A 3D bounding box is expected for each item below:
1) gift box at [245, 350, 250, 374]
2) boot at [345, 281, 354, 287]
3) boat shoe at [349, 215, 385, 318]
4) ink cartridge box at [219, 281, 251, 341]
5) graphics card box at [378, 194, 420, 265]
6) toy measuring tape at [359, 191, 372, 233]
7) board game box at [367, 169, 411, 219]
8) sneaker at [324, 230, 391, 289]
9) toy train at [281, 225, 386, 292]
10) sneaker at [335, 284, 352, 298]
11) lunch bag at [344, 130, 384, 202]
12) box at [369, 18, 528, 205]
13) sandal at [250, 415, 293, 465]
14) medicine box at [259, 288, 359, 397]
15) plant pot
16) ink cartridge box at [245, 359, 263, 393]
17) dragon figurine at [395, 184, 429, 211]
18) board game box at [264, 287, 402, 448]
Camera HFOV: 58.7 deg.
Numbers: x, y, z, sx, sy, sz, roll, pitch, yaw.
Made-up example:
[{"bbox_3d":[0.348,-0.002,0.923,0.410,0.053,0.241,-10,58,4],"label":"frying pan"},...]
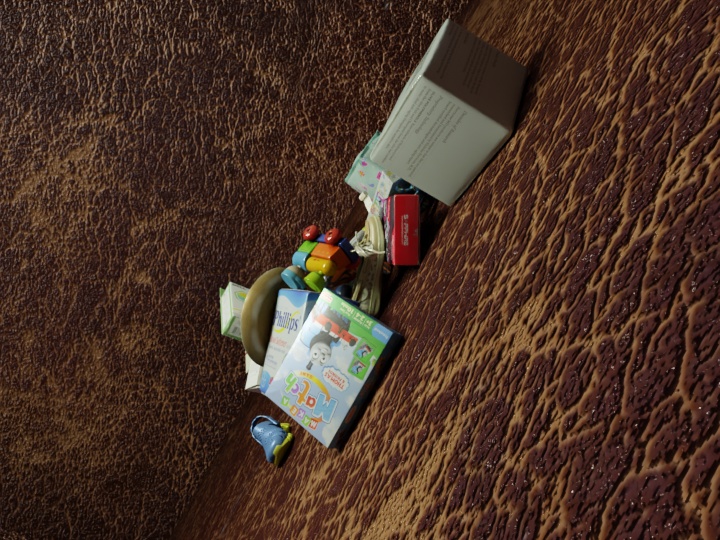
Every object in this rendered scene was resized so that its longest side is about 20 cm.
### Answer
[{"bbox_3d":[-0.166,0.184,1.561,0.187,0.200,0.185,-54,23,23],"label":"gift box"},{"bbox_3d":[-0.029,0.085,1.466,0.174,0.069,0.200,-61,1,45],"label":"boot"},{"bbox_3d":[0.010,-0.007,1.222,0.073,0.063,0.201,136,138,-83],"label":"boat shoe"},{"bbox_3d":[-0.267,0.089,1.494,0.059,0.104,0.200,-58,26,19],"label":"ink cartridge box"},{"bbox_3d":[0.070,-0.076,1.206,0.200,0.051,0.126,-141,50,-83],"label":"graphics card box"},{"bbox_3d":[0.016,-0.100,1.470,0.074,0.073,0.200,-53,49,47],"label":"toy measuring tape"},{"bbox_3d":[0.089,-0.176,1.356,0.134,0.034,0.200,-34,-14,-21],"label":"board game box"},{"bbox_3d":[0.000,0.000,1.321,0.200,0.112,0.078,-49,-1,-45],"label":"sneaker"},{"bbox_3d":[-0.055,-0.008,1.159,0.200,0.085,0.116,13,57,50],"label":"toy train"},{"bbox_3d":[-0.059,0.103,1.301,0.074,0.082,0.200,-64,-11,-45],"label":"sneaker"},{"bbox_3d":[0.057,-0.228,1.600,0.122,0.170,0.200,-58,4,-23],"label":"lunch bag"},{"bbox_3d":[0.151,-0.266,1.090,0.200,0.171,0.199,-54,10,49],"label":"box"},{"bbox_3d":[-0.203,0.373,1.427,0.080,0.087,0.200,-60,9,-9],"label":"sandal"},{"bbox_3d":[-0.095,0.140,1.158,0.182,0.103,0.201,179,102,-67],"label":"medicine box"},{"bbox_3d":[-0.155,0.095,1.263,0.027,0.200,0.200,7,59,35],"label":"plant pot"},{"bbox_3d":[-0.153,0.172,1.381,0.083,0.147,0.200,-29,47,56],"label":"ink cartridge box"},{"bbox_3d":[0.109,-0.160,1.249,0.099,0.059,0.200,-50,-14,17],"label":"dragon figurine"},{"bbox_3d":[-0.045,0.149,1.000,0.037,0.151,0.200,23,-84,-57],"label":"board game box"}]
